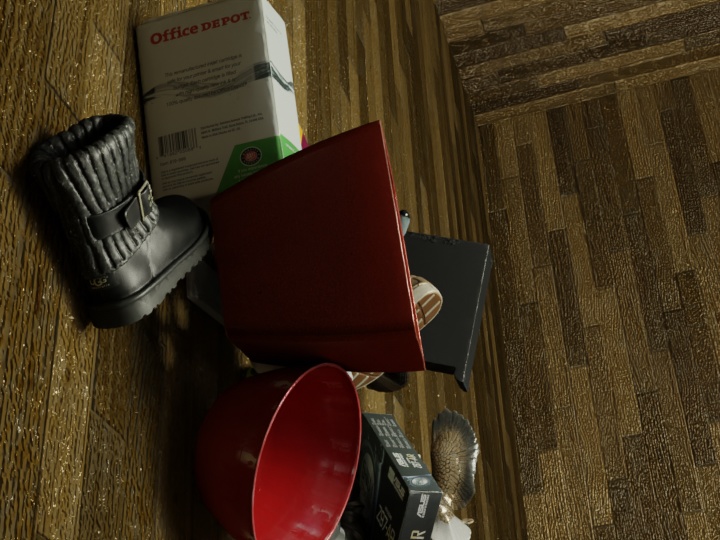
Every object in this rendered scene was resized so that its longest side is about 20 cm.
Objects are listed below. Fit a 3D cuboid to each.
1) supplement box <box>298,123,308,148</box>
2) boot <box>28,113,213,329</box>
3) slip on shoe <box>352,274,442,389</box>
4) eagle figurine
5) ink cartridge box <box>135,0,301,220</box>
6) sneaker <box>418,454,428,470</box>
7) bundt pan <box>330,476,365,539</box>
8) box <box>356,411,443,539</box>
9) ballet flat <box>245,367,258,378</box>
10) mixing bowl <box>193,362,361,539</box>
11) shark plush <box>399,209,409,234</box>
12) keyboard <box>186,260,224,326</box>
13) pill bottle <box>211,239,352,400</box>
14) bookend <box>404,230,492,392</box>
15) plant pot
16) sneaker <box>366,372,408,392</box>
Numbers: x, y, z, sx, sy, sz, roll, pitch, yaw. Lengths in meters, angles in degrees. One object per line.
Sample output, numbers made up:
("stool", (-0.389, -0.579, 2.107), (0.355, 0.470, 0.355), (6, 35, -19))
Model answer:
("supplement box", (-0.093, -0.061, 1.389), (0.086, 0.109, 0.201), (-86, 159, -47))
("boot", (-0.200, -0.064, 1.012), (0.212, 0.078, 0.160), (-71, 147, -64))
("slip on shoe", (0.023, 0.085, 1.605), (0.061, 0.200, 0.076), (42, -3, 41))
("eagle figurine", (0.113, 0.346, 1.894), (0.152, 0.149, 0.203), (-37, 126, -64))
("ink cartridge box", (-0.142, -0.165, 1.197), (0.083, 0.144, 0.203), (34, 46, -71))
("sneaker", (0.046, 0.307, 1.570), (0.200, 0.078, 0.131), (110, -12, -61))
("bundt pan", (-0.046, 0.281, 1.372), (0.202, 0.075, 0.205), (-12, 90, -76))
("box", (0.032, 0.291, 1.426), (0.200, 0.043, 0.162), (-128, -133, -64))
("ballet flat", (-0.090, 0.128, 1.375), (0.200, 0.066, 0.068), (-28, 127, -73))
("mixing bowl", (-0.091, 0.178, 1.133), (0.200, 0.107, 0.203), (-32, 127, -55))
("shark plush", (0.000, 0.000, 1.440), (0.202, 0.090, 0.084), (95, 21, -43))
("keyboard", (-0.151, 0.035, 1.292), (0.200, 0.011, 0.057), (51, 25, -64))
("pill bottle", (-0.081, 0.041, 1.260), (0.202, 0.112, 0.113), (69, 10, 20))
("bookend", (0.077, 0.053, 1.686), (0.092, 0.196, 0.203), (56, 44, -73))
("plant pot", (-0.041, -0.001, 1.122), (0.200, 0.174, 0.203), (67, 13, -74))
("sneaker", (-0.016, 0.124, 1.674), (0.200, 0.075, 0.071), (41, 45, -34))
